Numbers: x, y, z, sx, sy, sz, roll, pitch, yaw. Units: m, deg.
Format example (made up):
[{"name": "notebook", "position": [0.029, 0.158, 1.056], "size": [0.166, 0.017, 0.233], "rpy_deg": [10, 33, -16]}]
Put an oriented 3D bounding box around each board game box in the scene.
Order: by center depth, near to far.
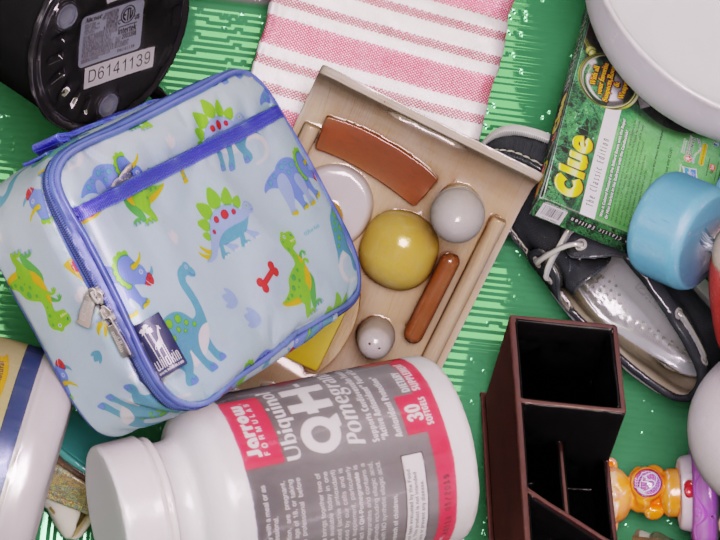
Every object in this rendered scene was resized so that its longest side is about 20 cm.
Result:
[{"name": "board game box", "position": [0.172, -0.097, 1.398], "size": [0.104, 0.023, 0.201], "rpy_deg": [23, 56, -7]}]

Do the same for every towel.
[{"name": "towel", "position": [0.002, -0.099, 1.414], "size": [0.146, 0.030, 0.201], "rpy_deg": [16, 83, -5]}]

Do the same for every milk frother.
[{"name": "milk frother", "position": [-0.195, -0.132, 1.343], "size": [0.188, 0.180, 0.201], "rpy_deg": [32, 111, 32]}]

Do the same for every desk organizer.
[{"name": "desk organizer", "position": [0.113, 0.125, 1.320], "size": [0.071, 0.077, 0.201], "rpy_deg": [6, 46, -7]}]

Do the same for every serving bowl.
[{"name": "serving bowl", "position": [0.220, -0.148, 1.389], "size": [0.199, 0.066, 0.201], "rpy_deg": [9, 54, -13]}]

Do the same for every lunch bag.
[{"name": "lunch bag", "position": [-0.098, -0.014, 1.247], "size": [0.200, 0.082, 0.161], "rpy_deg": [-30, 94, -51]}]

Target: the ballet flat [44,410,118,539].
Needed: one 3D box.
[{"name": "ballet flat", "position": [-0.137, 0.137, 1.346], "size": [0.199, 0.071, 0.071], "rpy_deg": [26, 80, -2]}]

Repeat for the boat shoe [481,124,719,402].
[{"name": "boat shoe", "position": [0.142, -0.005, 1.387], "size": [0.200, 0.076, 0.060], "rpy_deg": [39, 40, 1]}]

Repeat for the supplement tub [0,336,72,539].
[{"name": "supplement tub", "position": [-0.261, 0.089, 1.230], "size": [0.199, 0.144, 0.145], "rpy_deg": [16, 80, -5]}]

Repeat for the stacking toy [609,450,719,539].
[{"name": "stacking toy", "position": [0.226, 0.130, 1.384], "size": [0.199, 0.110, 0.117], "rpy_deg": [-1, 82, 4]}]

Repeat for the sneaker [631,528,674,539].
[{"name": "sneaker", "position": [0.199, 0.182, 1.304], "size": [0.089, 0.200, 0.067], "rpy_deg": [0, 80, 11]}]

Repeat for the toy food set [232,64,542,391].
[{"name": "toy food set", "position": [0.000, 0.000, 1.356], "size": [0.143, 0.060, 0.201], "rpy_deg": [25, 101, -3]}]

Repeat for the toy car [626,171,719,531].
[{"name": "toy car", "position": [0.244, 0.061, 1.293], "size": [0.184, 0.177, 0.201], "rpy_deg": [25, 115, 31]}]

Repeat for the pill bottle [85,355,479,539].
[{"name": "pill bottle", "position": [-0.045, 0.117, 1.279], "size": [0.199, 0.111, 0.111], "rpy_deg": [-11, 84, -21]}]
